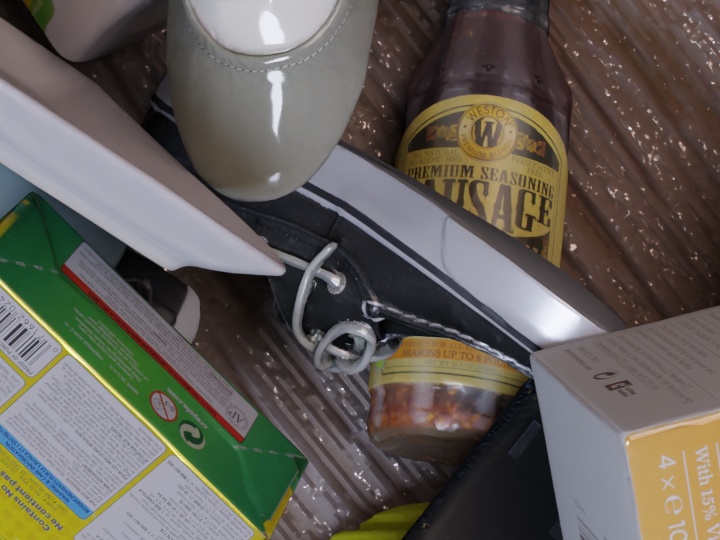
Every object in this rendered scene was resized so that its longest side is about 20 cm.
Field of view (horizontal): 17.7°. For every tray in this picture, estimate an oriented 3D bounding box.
[{"bbox_3d":[-0.098,-0.050,0.679,0.107,0.200,0.022,35,93,-30],"label":"tray"}]

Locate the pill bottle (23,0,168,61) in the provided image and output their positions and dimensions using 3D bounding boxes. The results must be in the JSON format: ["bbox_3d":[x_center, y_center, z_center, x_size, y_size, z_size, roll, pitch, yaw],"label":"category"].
[{"bbox_3d":[-0.105,-0.181,0.775,0.111,0.111,0.200,-33,91,-24],"label":"pill bottle"}]

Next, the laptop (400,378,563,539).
[{"bbox_3d":[0.060,0.179,0.767,0.200,0.116,0.187,41,67,-2],"label":"laptop"}]

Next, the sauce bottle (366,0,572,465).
[{"bbox_3d":[0.041,-0.033,0.824,0.066,0.066,0.201,10,75,-19],"label":"sauce bottle"}]

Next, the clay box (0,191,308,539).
[{"bbox_3d":[-0.125,0.081,0.692,0.115,0.200,0.048,45,31,-9],"label":"clay box"}]

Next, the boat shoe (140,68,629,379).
[{"bbox_3d":[-0.001,-0.001,0.756,0.199,0.074,0.068,31,95,23],"label":"boat shoe"}]

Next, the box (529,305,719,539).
[{"bbox_3d":[0.165,0.070,0.674,0.199,0.097,0.125,-13,104,-8],"label":"box"}]

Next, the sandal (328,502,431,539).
[{"bbox_3d":[-0.010,0.162,0.763,0.200,0.079,0.087,-49,114,-20],"label":"sandal"}]

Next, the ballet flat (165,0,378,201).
[{"bbox_3d":[-0.024,-0.122,0.693,0.067,0.064,0.200,7,74,16],"label":"ballet flat"}]

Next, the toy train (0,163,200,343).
[{"bbox_3d":[-0.142,-0.015,0.723,0.200,0.114,0.085,33,69,-11],"label":"toy train"}]
